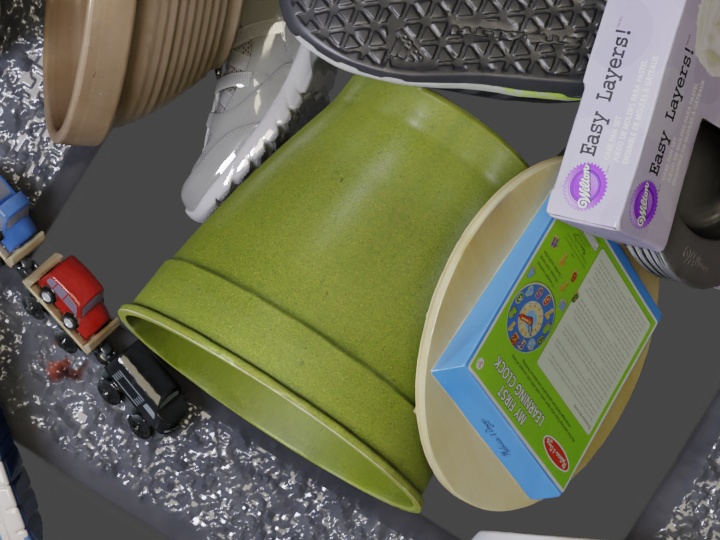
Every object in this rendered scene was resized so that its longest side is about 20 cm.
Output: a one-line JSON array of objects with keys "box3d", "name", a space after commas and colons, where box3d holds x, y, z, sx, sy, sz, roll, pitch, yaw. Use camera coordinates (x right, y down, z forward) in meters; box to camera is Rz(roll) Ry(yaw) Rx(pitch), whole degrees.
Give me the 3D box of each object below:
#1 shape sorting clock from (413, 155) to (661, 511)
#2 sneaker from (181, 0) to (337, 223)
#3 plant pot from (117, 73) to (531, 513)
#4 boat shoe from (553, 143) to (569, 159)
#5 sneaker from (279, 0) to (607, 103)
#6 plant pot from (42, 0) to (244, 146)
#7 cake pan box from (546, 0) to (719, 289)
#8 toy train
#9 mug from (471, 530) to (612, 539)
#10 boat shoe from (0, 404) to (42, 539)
[{"box3d": [0.097, 0.035, 1.152, 0.039, 0.200, 0.201, 16, 93, 38], "name": "shape sorting clock"}, {"box3d": [-0.057, -0.121, 1.236, 0.082, 0.075, 0.200, 28, 87, 14], "name": "sneaker"}, {"box3d": [0.000, 0.000, 1.187, 0.200, 0.200, 0.193, 34, 79, -3], "name": "plant pot"}, {"box3d": [0.134, -0.012, 1.240, 0.065, 0.074, 0.202, 34, 92, -44], "name": "boat shoe"}, {"box3d": [0.050, -0.122, 1.154, 0.199, 0.083, 0.072, 13, 80, -5], "name": "sneaker"}, {"box3d": [-0.116, -0.165, 1.167, 0.092, 0.201, 0.202, 6, 92, -16], "name": "plant pot"}, {"box3d": [0.189, -0.092, 1.153, 0.052, 0.184, 0.201, 15, 86, 40], "name": "cake pan box"}, {"box3d": [-0.172, 0.017, 1.238, 0.200, 0.046, 0.034, 49, 52, -3], "name": "toy train"}, {"box3d": [0.113, 0.231, 1.232, 0.149, 0.186, 0.154, 0, 83, 31], "name": "mug"}, {"box3d": [-0.250, 0.079, 1.229, 0.072, 0.072, 0.201, -18, 93, 1], "name": "boat shoe"}]
